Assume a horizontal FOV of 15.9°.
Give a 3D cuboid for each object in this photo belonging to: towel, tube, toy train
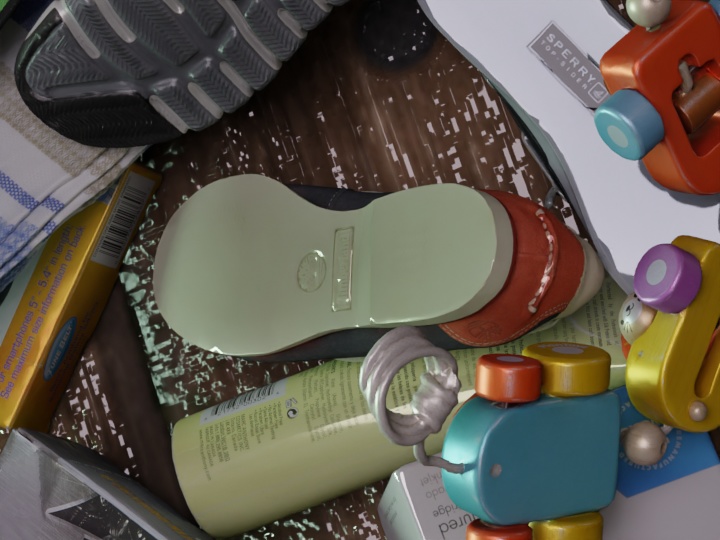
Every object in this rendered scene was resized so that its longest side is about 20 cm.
[{"bbox_3d":[-0.169,-0.051,1.017,0.147,0.024,0.200,38,72,24],"label":"towel"},{"bbox_3d":[0.026,0.048,0.977,0.199,0.052,0.058,-23,74,14],"label":"tube"},{"bbox_3d":[0.074,0.003,0.871,0.200,0.151,0.055,-46,32,-19],"label":"toy train"}]

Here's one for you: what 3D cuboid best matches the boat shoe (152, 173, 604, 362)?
[{"bbox_3d":[0.000,0.000,0.969,0.199,0.062,0.072,-4,80,46],"label":"boat shoe"}]

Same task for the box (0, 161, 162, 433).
[{"bbox_3d":[-0.194,-0.028,1.063,0.199,0.041,0.120,25,91,16],"label":"box"}]

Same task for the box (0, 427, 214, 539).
[{"bbox_3d":[-0.114,0.183,0.970,0.158,0.048,0.201,31,97,41],"label":"box"}]

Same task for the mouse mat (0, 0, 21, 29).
[{"bbox_3d":[-0.165,-0.184,1.040,0.160,0.008,0.201,27,69,23],"label":"mouse mat"}]

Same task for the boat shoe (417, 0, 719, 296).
[{"bbox_3d":[0.093,-0.052,0.961,0.074,0.068,0.199,-45,79,6],"label":"boat shoe"}]

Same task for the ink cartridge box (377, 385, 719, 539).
[{"bbox_3d":[0.095,0.151,0.915,0.115,0.068,0.201,-19,77,-11],"label":"ink cartridge box"}]

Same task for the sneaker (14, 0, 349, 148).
[{"bbox_3d":[-0.041,-0.127,0.988,0.199,0.116,0.075,-29,116,21],"label":"sneaker"}]
